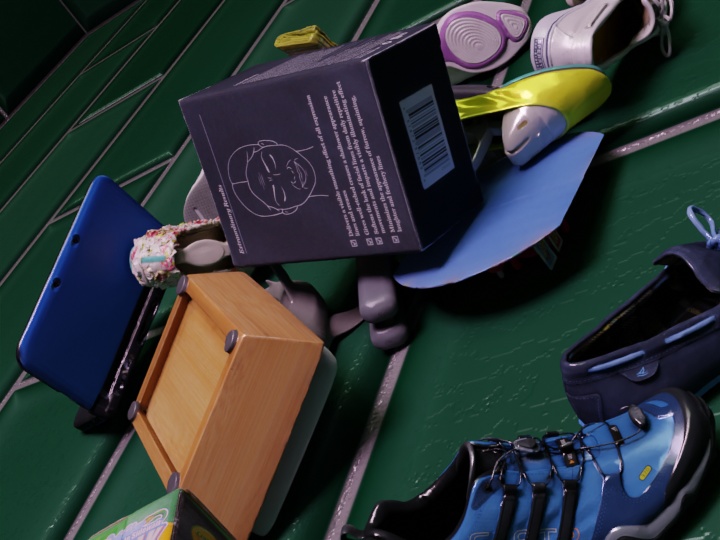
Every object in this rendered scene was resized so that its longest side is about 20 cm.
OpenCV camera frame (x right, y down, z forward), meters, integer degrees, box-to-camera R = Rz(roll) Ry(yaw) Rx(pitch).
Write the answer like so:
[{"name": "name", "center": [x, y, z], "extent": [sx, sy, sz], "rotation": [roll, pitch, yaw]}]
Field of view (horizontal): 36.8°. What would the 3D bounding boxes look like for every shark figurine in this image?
[{"name": "shark figurine", "center": [-0.074, 0.023, 0.959], "extent": [0.128, 0.090, 0.214], "rotation": [-41, 26, -8]}]

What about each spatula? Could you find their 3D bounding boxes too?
[{"name": "spatula", "center": [0.051, -0.153, 0.984], "extent": [0.056, 0.021, 0.199], "rotation": [-16, 10, -42]}]

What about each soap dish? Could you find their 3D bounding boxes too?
[{"name": "soap dish", "center": [-0.104, 0.093, 0.820], "extent": [0.159, 0.080, 0.200], "rotation": [-67, 26, 5]}]

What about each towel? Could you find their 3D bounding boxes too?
[{"name": "towel", "center": [0.013, -0.182, 1.060], "extent": [0.086, 0.199, 0.018], "rotation": [16, 81, 60]}]

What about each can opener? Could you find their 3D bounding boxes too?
[{"name": "can opener", "center": [0.000, 0.000, 0.924], "extent": [0.066, 0.054, 0.201], "rotation": [-18, 29, 8]}]

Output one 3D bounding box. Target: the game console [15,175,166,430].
[{"name": "game console", "center": [-0.265, 0.037, 1.062], "extent": [0.170, 0.117, 0.202], "rotation": [-27, 39, 59]}]

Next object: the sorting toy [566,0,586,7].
[{"name": "sorting toy", "center": [0.311, -0.351, 1.060], "extent": [0.199, 0.108, 0.179], "rotation": [-15, 7, 41]}]

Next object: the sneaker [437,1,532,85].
[{"name": "sneaker", "center": [0.092, -0.240, 1.189], "extent": [0.198, 0.076, 0.100], "rotation": [-22, 11, 16]}]

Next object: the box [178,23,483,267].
[{"name": "box", "center": [-0.024, -0.096, 0.867], "extent": [0.198, 0.150, 0.107], "rotation": [-4, 22, 37]}]

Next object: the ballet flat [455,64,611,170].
[{"name": "ballet flat", "center": [0.109, -0.115, 0.891], "extent": [0.197, 0.067, 0.068], "rotation": [-7, 57, 23]}]

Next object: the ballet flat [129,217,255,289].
[{"name": "ballet flat", "center": [-0.142, -0.019, 1.084], "extent": [0.063, 0.077, 0.199], "rotation": [-4, 10, 37]}]

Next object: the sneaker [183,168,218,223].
[{"name": "sneaker", "center": [-0.131, -0.131, 1.156], "extent": [0.201, 0.070, 0.080], "rotation": [-60, 2, 28]}]

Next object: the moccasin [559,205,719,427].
[{"name": "moccasin", "center": [0.198, 0.015, 0.615], "extent": [0.200, 0.068, 0.080], "rotation": [-43, 25, -13]}]

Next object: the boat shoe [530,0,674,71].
[{"name": "boat shoe", "center": [0.235, -0.217, 0.931], "extent": [0.085, 0.076, 0.201], "rotation": [11, 31, 41]}]

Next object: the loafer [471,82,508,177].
[{"name": "loafer", "center": [0.106, -0.109, 0.966], "extent": [0.198, 0.070, 0.070], "rotation": [-25, 47, 23]}]

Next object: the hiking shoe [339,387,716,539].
[{"name": "hiking shoe", "center": [0.093, 0.118, 0.564], "extent": [0.199, 0.087, 0.075], "rotation": [-36, 25, 6]}]

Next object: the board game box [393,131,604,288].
[{"name": "board game box", "center": [0.116, -0.035, 0.853], "extent": [0.157, 0.039, 0.200], "rotation": [-19, 24, 38]}]

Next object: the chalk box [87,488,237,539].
[{"name": "chalk box", "center": [-0.121, 0.226, 0.633], "extent": [0.123, 0.125, 0.201], "rotation": [-31, 25, 15]}]
